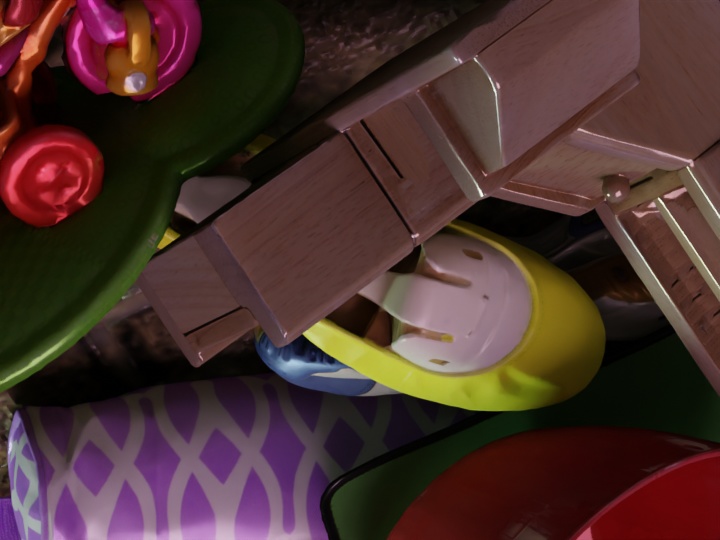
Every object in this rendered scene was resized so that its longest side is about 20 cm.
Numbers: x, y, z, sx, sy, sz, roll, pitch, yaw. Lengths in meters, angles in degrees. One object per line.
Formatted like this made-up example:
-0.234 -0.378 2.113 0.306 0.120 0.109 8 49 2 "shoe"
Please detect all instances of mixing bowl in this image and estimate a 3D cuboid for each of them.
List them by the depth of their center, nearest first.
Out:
0.073 0.134 0.962 0.199 0.108 0.201 -21 126 -32 "mixing bowl"

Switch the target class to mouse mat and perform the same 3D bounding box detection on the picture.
0.086 0.091 1.035 0.199 0.008 0.161 -23 140 -5 "mouse mat"

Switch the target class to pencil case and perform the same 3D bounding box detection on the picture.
-0.044 0.084 1.041 0.199 0.084 0.085 -2 175 -16 "pencil case"

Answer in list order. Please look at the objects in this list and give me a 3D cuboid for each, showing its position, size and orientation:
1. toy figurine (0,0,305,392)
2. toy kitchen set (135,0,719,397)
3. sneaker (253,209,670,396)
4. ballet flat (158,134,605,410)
-0.140 -0.082 0.790 0.200 0.150 0.184 -33 129 1 "toy figurine"
0.074 0.000 0.815 0.200 0.181 0.163 -36 -175 -26 "toy kitchen set"
0.057 0.027 1.013 0.199 0.076 0.088 -9 140 -10 "sneaker"
0.000 0.000 0.913 0.199 0.067 0.067 25 88 -9 "ballet flat"
